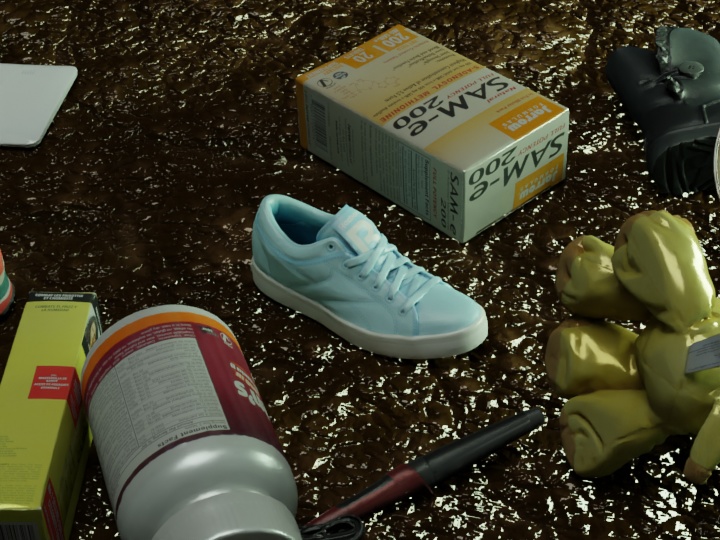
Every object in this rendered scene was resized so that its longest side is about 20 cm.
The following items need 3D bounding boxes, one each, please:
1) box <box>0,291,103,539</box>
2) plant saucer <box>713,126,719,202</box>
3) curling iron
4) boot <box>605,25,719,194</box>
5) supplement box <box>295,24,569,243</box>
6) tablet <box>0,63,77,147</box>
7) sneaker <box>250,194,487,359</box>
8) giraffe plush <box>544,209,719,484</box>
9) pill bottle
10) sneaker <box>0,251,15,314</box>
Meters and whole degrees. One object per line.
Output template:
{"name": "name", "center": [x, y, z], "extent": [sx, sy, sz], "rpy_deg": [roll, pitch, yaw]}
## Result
{"name": "box", "center": [-0.205, 0.104, 0.963], "extent": [0.050, 0.076, 0.201], "rpy_deg": [0, 37, 3]}
{"name": "plant saucer", "center": [0.361, -0.067, 1.120], "extent": [0.198, 0.032, 0.202], "rpy_deg": [0, 71, -1]}
{"name": "curling iron", "center": [0.038, 0.138, 0.943], "extent": [0.199, 0.026, 0.049], "rpy_deg": [-26, 37, -25]}
{"name": "boot", "center": [0.316, -0.146, 1.244], "extent": [0.198, 0.077, 0.169], "rpy_deg": [-9, 42, 2]}
{"name": "supplement box", "center": [0.057, -0.118, 1.227], "extent": [0.126, 0.074, 0.199], "rpy_deg": [-32, 47, -31]}
{"name": "tablet", "center": [-0.367, -0.155, 1.345], "extent": [0.198, 0.014, 0.131], "rpy_deg": [3, 39, 8]}
{"name": "sneaker", "center": [0.000, 0.000, 1.075], "extent": [0.199, 0.082, 0.074], "rpy_deg": [18, 44, 24]}
{"name": "giraffe plush", "center": [0.236, 0.054, 0.951], "extent": [0.161, 0.174, 0.200], "rpy_deg": [4, 1, -30]}
{"name": "pill bottle", "center": [-0.101, 0.120, 0.907], "extent": [0.109, 0.110, 0.200], "rpy_deg": [-13, 40, -14]}
{"name": "sneaker", "center": [-0.355, 0.007, 1.076], "extent": [0.198, 0.094, 0.070], "rpy_deg": [-15, 40, -15]}
